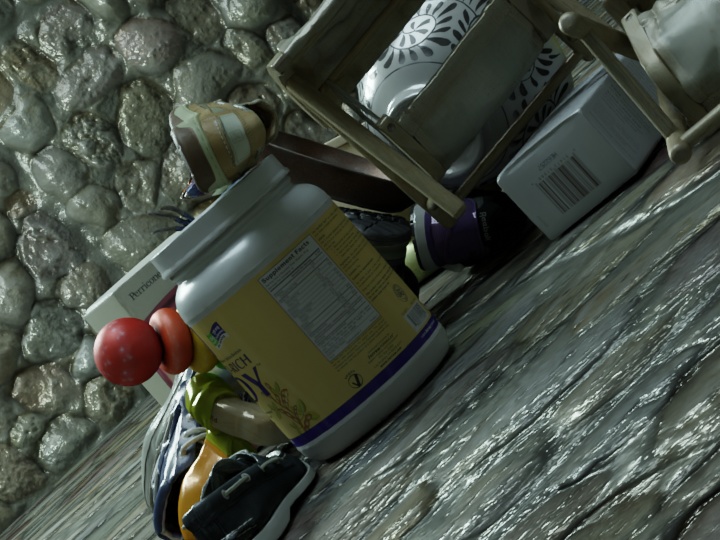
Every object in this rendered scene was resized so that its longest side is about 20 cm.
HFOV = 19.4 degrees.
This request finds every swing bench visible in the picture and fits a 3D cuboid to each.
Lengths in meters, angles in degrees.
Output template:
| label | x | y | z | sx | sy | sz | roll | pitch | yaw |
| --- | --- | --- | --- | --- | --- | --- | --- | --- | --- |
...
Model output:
| label | x | y | z | sx | sy | sz | roll | pitch | yaw |
| --- | --- | --- | --- | --- | --- | --- | --- | --- | --- |
| swing bench | 0.270 | -0.199 | 1.488 | 0.199 | 0.130 | 0.200 | -40 | -1 | 21 |
| swing bench | 0.061 | -0.174 | 1.700 | 0.199 | 0.200 | 0.130 | -50 | -1 | -3 |

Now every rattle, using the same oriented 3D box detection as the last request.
| label | x | y | z | sx | sy | sz | roll | pitch | yaw |
| --- | --- | --- | --- | --- | --- | --- | --- | --- | --- |
| rattle | -0.055 | 0.133 | 1.743 | 0.130 | 0.143 | 0.200 | 0 | 12 | 32 |

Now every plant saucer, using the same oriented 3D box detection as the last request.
| label | x | y | z | sx | sy | sz | roll | pitch | yaw |
| --- | --- | --- | --- | --- | --- | --- | --- | --- | --- |
| plant saucer | -0.036 | -0.090 | 1.868 | 0.200 | 0.200 | 0.034 | -77 | 5 | -82 |

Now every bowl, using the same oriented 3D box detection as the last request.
| label | x | y | z | sx | sy | sz | roll | pitch | yaw |
| --- | --- | --- | --- | --- | --- | --- | --- | --- | --- |
| bowl | 0.078 | -0.139 | 1.825 | 0.201 | 0.201 | 0.094 | -38 | 16 | 38 |

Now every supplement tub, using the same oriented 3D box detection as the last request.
| label | x | y | z | sx | sy | sz | roll | pitch | yaw |
| --- | --- | --- | --- | --- | --- | --- | --- | --- | --- |
| supplement tub | -0.047 | 0.027 | 1.588 | 0.145 | 0.200 | 0.145 | -41 | 4 | 4 |

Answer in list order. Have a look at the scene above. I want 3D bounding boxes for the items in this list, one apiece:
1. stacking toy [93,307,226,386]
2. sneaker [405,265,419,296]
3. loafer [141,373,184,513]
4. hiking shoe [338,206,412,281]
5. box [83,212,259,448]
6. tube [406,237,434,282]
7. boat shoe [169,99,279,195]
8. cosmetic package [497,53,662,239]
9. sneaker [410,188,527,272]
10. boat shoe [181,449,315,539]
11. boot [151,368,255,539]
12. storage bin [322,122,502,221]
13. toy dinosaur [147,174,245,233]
| label | x | y | z | sx | sy | sz | roll | pitch | yaw |
| --- | --- | --- | --- | --- | --- | --- | --- | --- | --- |
| stacking toy | -0.115 | 0.047 | 1.675 | 0.200 | 0.085 | 0.085 | -13 | -8 | -25 |
| sneaker | -0.039 | 0.071 | 1.903 | 0.200 | 0.084 | 0.121 | -44 | 15 | -19 |
| loafer | -0.150 | 0.148 | 1.879 | 0.070 | 0.070 | 0.200 | -109 | 31 | -54 |
| hiking shoe | 0.000 | 0.000 | 1.788 | 0.200 | 0.076 | 0.101 | -109 | 28 | -86 |
| box | -0.142 | 0.067 | 2.001 | 0.128 | 0.200 | 0.109 | -44 | 6 | -25 |
| tube | 0.080 | -0.032 | 2.061 | 0.200 | 0.052 | 0.058 | -34 | 31 | 45 |
| boat shoe | -0.095 | -0.097 | 1.569 | 0.076 | 0.072 | 0.200 | -27 | 12 | -2 |
| cosmetic package | 0.194 | -0.113 | 1.715 | 0.102 | 0.074 | 0.200 | -40 | 6 | 32 |
| sneaker | 0.110 | -0.037 | 1.859 | 0.088 | 0.076 | 0.200 | -10 | 6 | 16 |
| boat shoe | -0.081 | 0.158 | 1.512 | 0.076 | 0.060 | 0.200 | -41 | 5 | 7 |
| boot | -0.125 | 0.131 | 1.778 | 0.090 | 0.073 | 0.200 | -98 | 25 | -68 |
| storage bin | 0.078 | -0.109 | 2.033 | 0.200 | 0.094 | 0.199 | -27 | -8 | 27 |
| toy dinosaur | -0.120 | -0.037 | 1.918 | 0.105 | 0.200 | 0.181 | -38 | 8 | 19 |
